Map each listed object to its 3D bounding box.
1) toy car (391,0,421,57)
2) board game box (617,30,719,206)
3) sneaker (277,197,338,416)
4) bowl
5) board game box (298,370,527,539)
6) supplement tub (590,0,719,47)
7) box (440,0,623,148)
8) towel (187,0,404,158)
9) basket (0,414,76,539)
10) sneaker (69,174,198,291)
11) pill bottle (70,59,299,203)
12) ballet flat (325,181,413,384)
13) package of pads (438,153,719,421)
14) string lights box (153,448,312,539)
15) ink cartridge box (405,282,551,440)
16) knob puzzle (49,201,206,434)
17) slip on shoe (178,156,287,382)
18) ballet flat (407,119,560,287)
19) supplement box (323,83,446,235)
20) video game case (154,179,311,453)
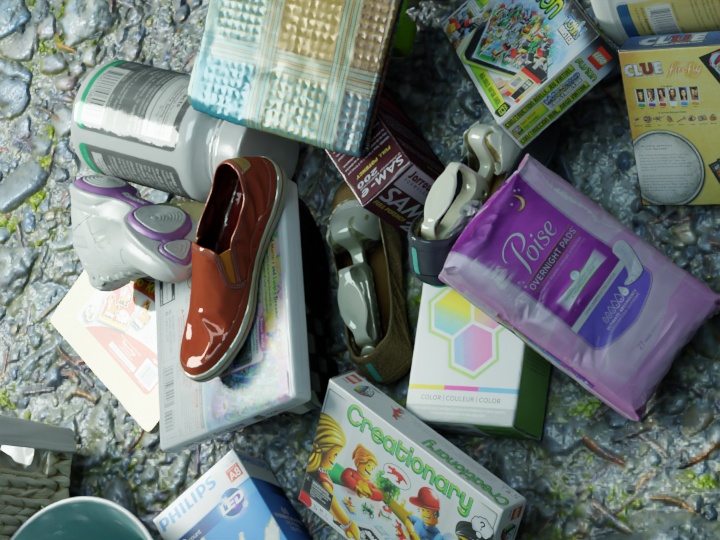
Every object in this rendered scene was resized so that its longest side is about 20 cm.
[{"bbox_3d":[-0.034,-0.301,1.579,0.199,0.158,0.165,15,85,9],"label":"toy car"},{"bbox_3d":[0.308,-0.119,1.385,0.199,0.035,0.136,1,116,29],"label":"board game box"},{"bbox_3d":[-0.075,0.031,1.579,0.088,0.074,0.202,-12,69,24],"label":"sneaker"},{"bbox_3d":[-0.224,0.306,1.561,0.199,0.105,0.202,-9,71,26],"label":"bowl"},{"bbox_3d":[0.039,0.187,1.457,0.200,0.034,0.127,34,123,33],"label":"board game box"},{"bbox_3d":[0.292,-0.257,1.417,0.199,0.144,0.146,-4,73,28],"label":"supplement tub"},{"bbox_3d":[0.140,-0.192,1.497,0.110,0.035,0.200,-42,31,13],"label":"box"},{"bbox_3d":[-0.058,-0.187,1.522,0.199,0.022,0.148,19,98,33],"label":"towel"},{"bbox_3d":[-0.378,0.208,1.653,0.199,0.135,0.124,-11,72,34],"label":"basket"},{"bbox_3d":[-0.204,-0.017,1.621,0.200,0.074,0.100,32,119,51],"label":"sneaker"},{"bbox_3d":[-0.163,-0.125,1.655,0.199,0.113,0.114,17,83,32],"label":"pill bottle"},{"bbox_3d":[0.000,0.000,1.547,0.067,0.072,0.201,-16,67,23],"label":"ballet flat"},{"bbox_3d":[0.172,0.013,1.397,0.200,0.076,0.121,37,84,4],"label":"package of pads"},{"bbox_3d":[-0.085,0.265,1.521,0.103,0.059,0.200,-42,59,11],"label":"string lights box"},{"bbox_3d":[0.107,0.036,1.482,0.103,0.059,0.202,2,75,32],"label":"ink cartridge box"},{"bbox_3d":[-0.180,0.024,1.667,0.218,0.030,0.221,-10,70,28],"label":"knob puzzle"},{"bbox_3d":[-0.121,-0.004,1.519,0.074,0.061,0.201,20,94,46],"label":"slip on shoe"},{"bbox_3d":[0.100,-0.077,1.475,0.073,0.073,0.200,22,63,33],"label":"ballet flat"},{"bbox_3d":[0.004,-0.124,1.557,0.061,0.109,0.200,-42,55,13],"label":"supplement box"},{"bbox_3d":[-0.116,0.042,1.562,0.181,0.024,0.201,-24,61,40],"label":"video game case"}]
